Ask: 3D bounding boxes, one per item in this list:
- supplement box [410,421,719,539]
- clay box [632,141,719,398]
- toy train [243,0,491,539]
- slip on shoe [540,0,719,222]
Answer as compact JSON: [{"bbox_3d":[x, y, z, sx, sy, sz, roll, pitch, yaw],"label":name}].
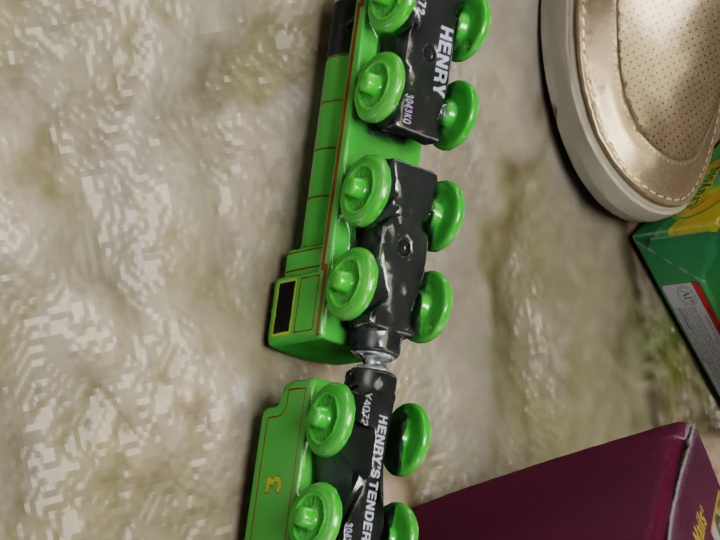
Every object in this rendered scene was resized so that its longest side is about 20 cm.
[{"bbox_3d":[0.083,0.167,0.841,0.131,0.103,0.200,-55,125,-70],"label":"supplement box"},{"bbox_3d":[0.191,-0.024,1.034,0.200,0.048,0.115,-44,112,-37],"label":"clay box"},{"bbox_3d":[0.000,0.000,0.854,0.042,0.056,0.201,18,73,-34],"label":"toy train"},{"bbox_3d":[0.113,-0.117,0.969,0.076,0.061,0.201,24,69,-37],"label":"slip on shoe"}]
